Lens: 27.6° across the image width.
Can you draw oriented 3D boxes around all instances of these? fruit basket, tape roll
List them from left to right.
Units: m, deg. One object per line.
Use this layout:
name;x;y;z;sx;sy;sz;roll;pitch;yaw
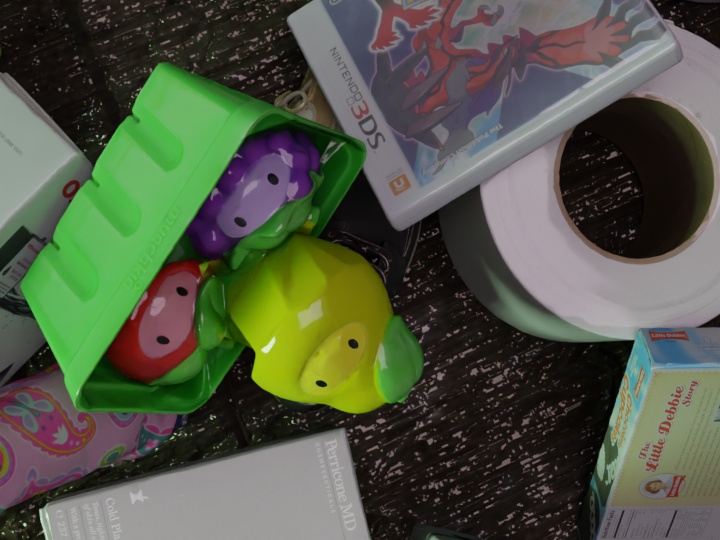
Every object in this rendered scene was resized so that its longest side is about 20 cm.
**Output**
fruit basket;-0.063;0.009;0.839;0.214;0.155;0.218;-3;83;26
tape roll;0.161;-0.053;0.972;0.200;0.139;0.205;0;87;-8

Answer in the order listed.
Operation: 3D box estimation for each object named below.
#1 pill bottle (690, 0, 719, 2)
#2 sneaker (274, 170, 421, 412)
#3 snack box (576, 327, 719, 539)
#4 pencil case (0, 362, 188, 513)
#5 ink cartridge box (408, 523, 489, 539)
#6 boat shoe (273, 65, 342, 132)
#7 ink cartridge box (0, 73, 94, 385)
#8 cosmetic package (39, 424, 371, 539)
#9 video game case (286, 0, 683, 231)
pill bottle;0.263;-0.297;1.015;0.112;0.113;0.202;-4;87;-8
sneaker;0.000;0.000;0.961;0.074;0.106;0.202;20;84;-6
snack box;0.217;0.118;0.955;0.115;0.201;0.037;0;43;-8
pencil case;-0.201;0.103;0.893;0.199;0.087;0.088;-21;90;-49
ink cartridge box;0.064;0.244;0.910;0.082;0.200;0.148;17;83;-4
boat shoe;-0.055;-0.065;0.977;0.063;0.073;0.202;19;91;-11
ink cartridge box;-0.241;0.000;0.891;0.083;0.147;0.200;41;82;19
cosmetic package;-0.094;0.173;0.948;0.198;0.090;0.108;-16;86;-6
video game case;0.070;-0.145;0.908;0.199;0.023;0.183;-31;57;6
